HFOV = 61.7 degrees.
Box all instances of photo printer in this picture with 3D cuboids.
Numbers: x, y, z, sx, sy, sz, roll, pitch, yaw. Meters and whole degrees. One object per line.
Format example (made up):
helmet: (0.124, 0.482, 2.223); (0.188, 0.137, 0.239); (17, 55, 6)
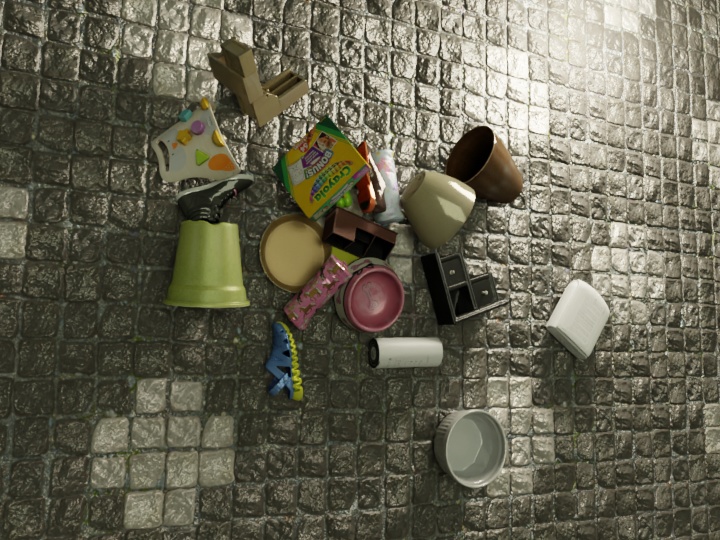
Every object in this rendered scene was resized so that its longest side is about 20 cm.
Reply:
photo printer: (0.684, 0.144, 1.879); (0.165, 0.069, 0.202); (39, 71, -14)

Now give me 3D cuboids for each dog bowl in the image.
dog bowl: (0.030, 0.071, 1.589); (0.195, 0.074, 0.206); (-5, 102, -22)

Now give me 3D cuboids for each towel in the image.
towel: (0.000, 0.000, 1.629); (0.196, 0.018, 0.089); (19, 71, -27)

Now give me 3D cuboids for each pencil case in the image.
pencil case: (-0.107, 0.054, 1.525); (0.082, 0.087, 0.201); (40, 95, -27)
pencil case: (0.068, -0.228, 1.657); (0.088, 0.083, 0.206); (-10, 88, -24)

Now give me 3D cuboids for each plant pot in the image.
plant pot: (-0.351, -0.017, 1.388); (0.195, 0.200, 0.190); (2, 91, -22)
plant pot: (0.378, -0.285, 1.755); (0.198, 0.185, 0.191); (29, 74, -31)
plant pot: (-0.169, -0.045, 1.572); (0.195, 0.027, 0.207); (3, 83, -22)

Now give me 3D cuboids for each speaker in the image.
speaker: (0.124, 0.223, 1.635); (0.194, 0.081, 0.084); (1, 84, -22)

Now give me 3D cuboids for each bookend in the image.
bookend: (0.297, 0.030, 1.719); (0.195, 0.092, 0.204); (-15, 90, -24)

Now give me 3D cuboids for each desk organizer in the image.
desk organizer: (-0.001, -0.088, 1.601); (0.196, 0.071, 0.079); (22, 61, -24)

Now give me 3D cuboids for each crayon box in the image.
crayon box: (-0.100, -0.258, 1.527); (0.199, 0.058, 0.174); (-42, 72, 8)

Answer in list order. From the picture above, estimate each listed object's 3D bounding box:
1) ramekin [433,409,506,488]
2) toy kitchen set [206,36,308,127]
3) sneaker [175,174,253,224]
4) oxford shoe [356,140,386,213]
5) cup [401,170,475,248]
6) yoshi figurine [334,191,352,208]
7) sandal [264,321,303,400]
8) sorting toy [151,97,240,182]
ramekin: (0.295, 0.484, 1.665); (0.195, 0.105, 0.207); (2, 84, -22)
toy kitchen set: (-0.263, -0.518, 1.519); (0.180, 0.202, 0.162); (-40, 58, -21)
sneaker: (-0.344, -0.165, 1.478); (0.196, 0.071, 0.101); (-21, 76, -16)
oxford shoe: (0.026, -0.245, 1.600); (0.071, 0.071, 0.206); (5, 71, -34)
cup: (0.193, -0.185, 1.636); (0.142, 0.199, 0.203); (36, 73, -18)
yoshi figurine: (-0.068, -0.251, 1.614); (0.111, 0.110, 0.206); (16, 58, -60)
sandal: (-0.200, 0.231, 1.506); (0.085, 0.079, 0.206); (-9, 87, -18)
sorting toy: (-0.411, -0.301, 1.447); (0.177, 0.107, 0.204); (-26, 71, 2)
